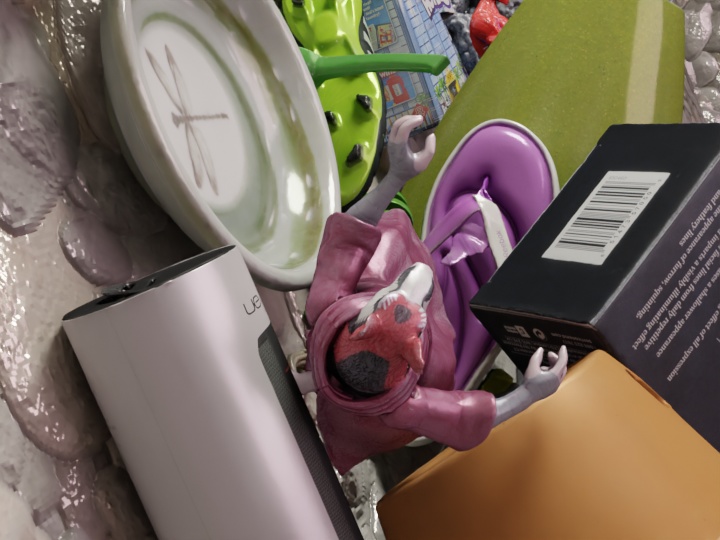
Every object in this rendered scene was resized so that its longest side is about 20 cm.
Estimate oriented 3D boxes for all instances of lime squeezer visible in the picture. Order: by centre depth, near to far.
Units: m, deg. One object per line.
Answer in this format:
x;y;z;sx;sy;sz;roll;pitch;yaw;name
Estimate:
-0.041;-0.147;0.803;0.200;0.071;0.038;42;15;32;lime squeezer

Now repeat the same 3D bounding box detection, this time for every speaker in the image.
-0.051;0.092;0.572;0.200;0.081;0.081;67;22;-6;speaker

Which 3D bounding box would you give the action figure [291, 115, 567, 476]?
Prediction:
-0.001;0.026;0.601;0.134;0.149;0.200;60;4;2;action figure

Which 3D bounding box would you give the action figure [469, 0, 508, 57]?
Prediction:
0.132;-0.133;1.053;0.065;0.099;0.200;-72;156;-80;action figure

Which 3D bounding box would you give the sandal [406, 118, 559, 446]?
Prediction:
0.062;0.007;0.795;0.050;0.082;0.203;40;69;-77;sandal

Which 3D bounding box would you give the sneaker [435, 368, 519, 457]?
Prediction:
0.093;0.117;0.833;0.085;0.074;0.200;31;20;6;sneaker

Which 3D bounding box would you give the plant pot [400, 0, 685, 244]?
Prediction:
0.133;-0.088;0.897;0.187;0.187;0.200;0;110;-67;plant pot

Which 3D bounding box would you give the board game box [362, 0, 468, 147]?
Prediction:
0.018;-0.210;1.007;0.200;0.062;0.200;66;22;-12;board game box

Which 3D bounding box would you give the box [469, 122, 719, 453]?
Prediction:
0.187;0.037;0.781;0.148;0.107;0.200;-49;117;-19;box

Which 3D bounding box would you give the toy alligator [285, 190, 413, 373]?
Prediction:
0.000;0.000;0.798;0.059;0.054;0.200;58;25;-27;toy alligator

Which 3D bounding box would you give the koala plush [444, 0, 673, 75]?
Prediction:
0.170;-0.225;1.154;0.177;0.200;0.184;44;33;-75;koala plush

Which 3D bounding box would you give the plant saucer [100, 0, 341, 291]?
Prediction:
-0.078;-0.079;0.689;0.200;0.050;0.200;48;32;-43;plant saucer

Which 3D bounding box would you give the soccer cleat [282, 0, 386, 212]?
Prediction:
-0.013;-0.110;0.854;0.081;0.067;0.200;61;20;-54;soccer cleat

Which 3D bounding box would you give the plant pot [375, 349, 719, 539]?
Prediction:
0.101;0.133;0.665;0.140;0.200;0.200;55;21;6;plant pot

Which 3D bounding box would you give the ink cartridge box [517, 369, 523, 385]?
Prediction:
0.179;0.058;1.005;0.047;0.198;0.200;24;39;-14;ink cartridge box
